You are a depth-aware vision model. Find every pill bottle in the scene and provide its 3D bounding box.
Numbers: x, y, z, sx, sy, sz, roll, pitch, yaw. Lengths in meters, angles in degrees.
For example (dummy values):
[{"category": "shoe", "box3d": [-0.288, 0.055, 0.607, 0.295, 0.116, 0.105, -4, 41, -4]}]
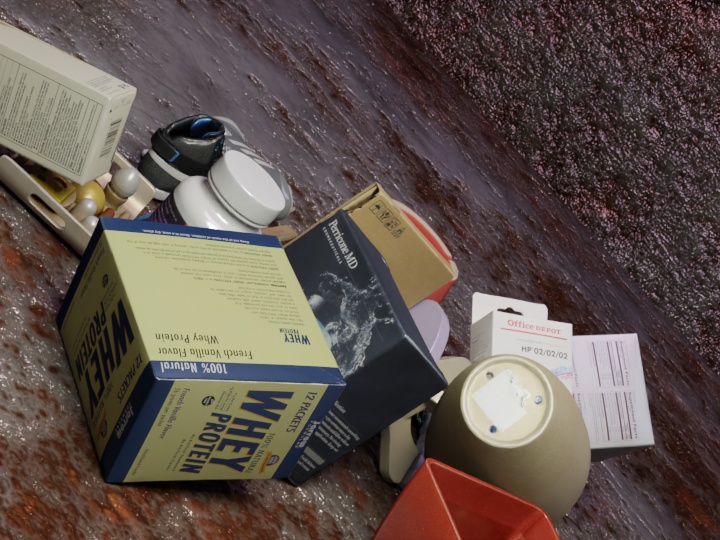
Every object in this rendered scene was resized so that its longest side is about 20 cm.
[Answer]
[{"category": "pill bottle", "box3d": [-0.171, -0.025, 1.346, 0.111, 0.200, 0.112, 38, 20, -17]}]

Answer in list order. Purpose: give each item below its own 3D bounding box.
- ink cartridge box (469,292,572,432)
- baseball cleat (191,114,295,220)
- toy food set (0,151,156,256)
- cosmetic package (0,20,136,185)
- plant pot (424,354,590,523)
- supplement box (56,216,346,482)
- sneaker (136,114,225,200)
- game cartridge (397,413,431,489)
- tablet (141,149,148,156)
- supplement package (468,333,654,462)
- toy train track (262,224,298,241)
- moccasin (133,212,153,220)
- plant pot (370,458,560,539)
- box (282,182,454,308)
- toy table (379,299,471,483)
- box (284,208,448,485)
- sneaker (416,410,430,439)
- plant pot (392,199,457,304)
[{"category": "ink cartridge box", "box3d": [0.198, 0.122, 1.605, 0.113, 0.068, 0.203, 10, 69, -19]}, {"category": "baseball cleat", "box3d": [-0.175, -0.142, 1.792, 0.106, 0.070, 0.200, 6, 34, -52]}, {"category": "toy food set", "box3d": [-0.306, -0.099, 1.423, 0.143, 0.060, 0.200, 43, 19, -9]}, {"category": "cosmetic package", "box3d": [-0.344, -0.181, 1.347, 0.198, 0.106, 0.071, 28, 21, 6]}, {"category": "plant pot", "box3d": [0.151, 0.164, 1.351, 0.188, 0.186, 0.200, 53, -7, 21]}, {"category": "supplement box", "box3d": [-0.153, 0.075, 1.212, 0.198, 0.135, 0.201, 5, 41, -35]}, {"category": "sneaker", "box3d": [-0.178, -0.135, 1.627, 0.198, 0.112, 0.073, 3, 43, -45]}, {"category": "game cartridge", "box3d": [0.145, 0.271, 1.588, 0.199, 0.038, 0.130, 41, 48, -15]}, {"category": "tablet", "box3d": [-0.195, -0.076, 1.681, 0.201, 0.014, 0.130, 54, 20, 20]}, {"category": "supplement package", "box3d": [0.259, 0.176, 1.734, 0.197, 0.152, 0.153, -1, 74, -21]}, {"category": "toy train track", "box3d": [-0.103, -0.009, 1.642, 0.114, 0.033, 0.200, -11, 43, -48]}, {"category": "moccasin", "box3d": [-0.189, -0.030, 1.498, 0.199, 0.079, 0.069, 9, 73, -64]}, {"category": "plant pot", "box3d": [0.096, 0.333, 1.237, 0.199, 0.176, 0.201, 29, 26, -40]}, {"category": "box", "box3d": [0.000, 0.000, 1.490, 0.200, 0.162, 0.021, 44, 16, -50]}, {"category": "toy table", "box3d": [0.054, 0.146, 1.541, 0.183, 0.200, 0.118, 17, -32, 55]}, {"category": "box", "box3d": [-0.043, 0.079, 1.377, 0.118, 0.199, 0.198, 49, 10, -48]}, {"category": "sneaker", "box3d": [0.083, 0.178, 1.706, 0.089, 0.079, 0.200, 24, 19, -6]}, {"category": "plant pot", "box3d": [0.020, 0.017, 1.698, 0.200, 0.177, 0.201, 40, 20, -17]}]
